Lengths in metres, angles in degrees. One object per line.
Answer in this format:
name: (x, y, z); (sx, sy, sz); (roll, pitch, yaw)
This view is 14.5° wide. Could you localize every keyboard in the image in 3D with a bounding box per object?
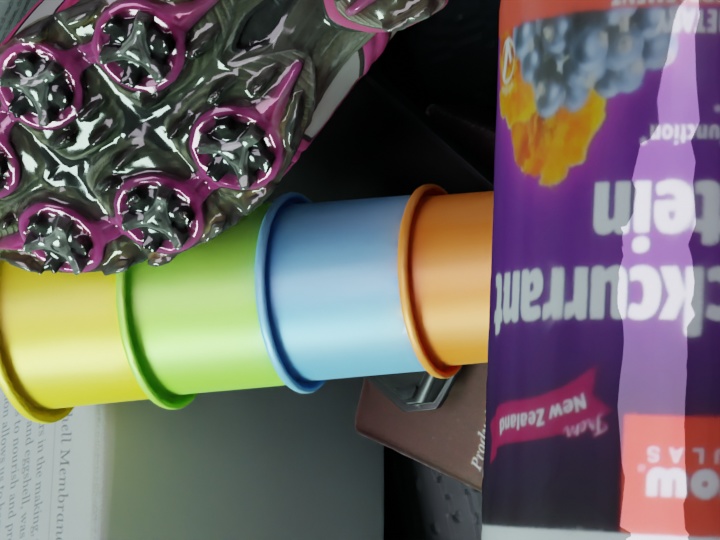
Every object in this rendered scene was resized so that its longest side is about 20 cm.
keyboard: (-0.020, -0.064, 0.811); (0.200, 0.021, 0.128); (42, 123, 31)

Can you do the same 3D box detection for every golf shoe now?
golf shoe: (-0.025, -0.070, 0.711); (0.200, 0.092, 0.073); (-36, 106, 28)

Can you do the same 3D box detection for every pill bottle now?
pill bottle: (0.083, 0.025, 0.626); (0.111, 0.111, 0.201); (-2, 84, 41)

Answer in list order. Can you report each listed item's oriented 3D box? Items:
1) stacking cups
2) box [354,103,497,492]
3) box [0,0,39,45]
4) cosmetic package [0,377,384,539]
stacking cups: (0.000, 0.000, 0.739); (0.199, 0.060, 0.061); (-8, 87, 23)
box: (0.099, 0.030, 0.769); (0.199, 0.075, 0.101); (24, 108, 36)
box: (-0.150, -0.113, 0.813); (0.200, 0.101, 0.113); (41, 118, 22)
cosmetic package: (-0.099, 0.117, 0.875); (0.199, 0.123, 0.201); (-25, 53, 40)
